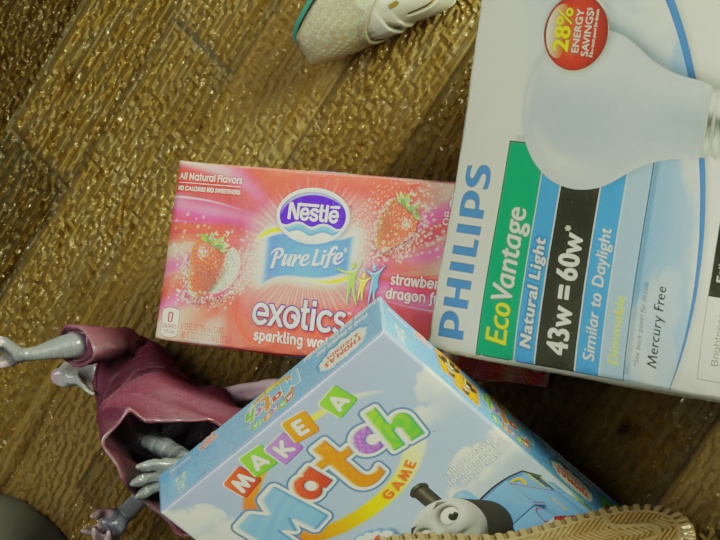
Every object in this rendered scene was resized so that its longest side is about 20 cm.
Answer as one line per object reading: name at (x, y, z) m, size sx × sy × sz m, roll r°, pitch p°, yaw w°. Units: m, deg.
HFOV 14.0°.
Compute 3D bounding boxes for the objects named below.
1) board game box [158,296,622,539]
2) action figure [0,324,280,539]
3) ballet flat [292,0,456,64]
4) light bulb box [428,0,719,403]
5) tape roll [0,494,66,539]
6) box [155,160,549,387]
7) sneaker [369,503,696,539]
board game box at (0.023, 0.123, 1.452) m, size 0.151 × 0.200 × 0.037 m, roll -40°, pitch 26°, yaw 19°
action figure at (-0.113, 0.070, 1.623) m, size 0.149 × 0.134 × 0.200 m, roll -32°, pitch 30°, yaw -8°
ballet flat at (0.038, -0.174, 1.559) m, size 0.062 × 0.067 × 0.200 m, roll 46°, pitch 113°, yaw 21°
light bulb box at (0.157, -0.040, 1.414) m, size 0.200 × 0.125 × 0.198 m, roll 8°, pitch 90°, yaw 37°
tape roll at (-0.249, 0.229, 1.731) m, size 0.200 × 0.066 × 0.200 m, roll -5°, pitch 82°, yaw 36°
box at (0.000, 0.000, 1.548) m, size 0.200 × 0.095 × 0.103 m, roll 7°, pitch 88°, yaw 38°
sneaker at (0.068, 0.183, 1.431) m, size 0.070 × 0.200 × 0.109 m, roll -104°, pitch 6°, yaw -57°
